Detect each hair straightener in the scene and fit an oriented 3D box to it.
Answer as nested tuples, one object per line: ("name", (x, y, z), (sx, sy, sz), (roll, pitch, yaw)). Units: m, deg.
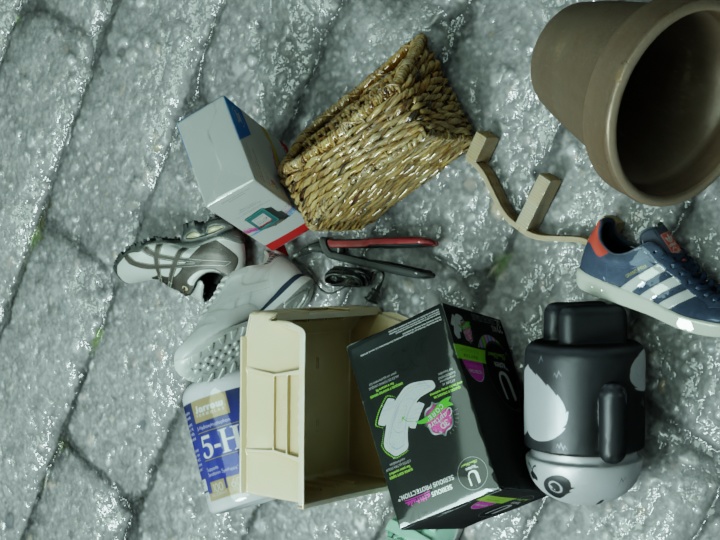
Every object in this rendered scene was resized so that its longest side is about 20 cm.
("hair straightener", (0.000, 0.000, 1.811), (0.199, 0.041, 0.078), (2, 87, 36))

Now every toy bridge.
("toy bridge", (0.187, -0.070, 1.686), (0.200, 0.027, 0.068), (38, 114, 29))

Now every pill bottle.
("pill bottle", (-0.143, 0.173, 1.874), (0.119, 0.119, 0.202), (-22, 79, 34))

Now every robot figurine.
("robot figurine", (0.222, 0.133, 1.603), (0.124, 0.150, 0.202), (2, 95, 24))

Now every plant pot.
("plant pot", (0.259, -0.186, 1.550), (0.174, 0.199, 0.202), (35, 112, 48))

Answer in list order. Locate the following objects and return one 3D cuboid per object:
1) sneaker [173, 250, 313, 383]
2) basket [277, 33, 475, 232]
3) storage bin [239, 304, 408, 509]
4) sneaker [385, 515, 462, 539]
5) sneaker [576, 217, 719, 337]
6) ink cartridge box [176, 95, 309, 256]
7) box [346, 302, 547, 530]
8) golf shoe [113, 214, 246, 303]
("sneaker", (-0.145, 0.052, 1.826), (0.080, 0.200, 0.077), (40, 144, 20))
("basket", (-0.001, -0.153, 1.749), (0.199, 0.142, 0.150), (-35, 72, 31))
("storage bin", (-0.033, 0.142, 1.745), (0.093, 0.199, 0.201), (3, 93, 37))
("sneaker", (0.048, 0.295, 1.740), (0.073, 0.118, 0.202), (18, 100, 35))
("sneaker", (0.306, 0.002, 1.565), (0.199, 0.075, 0.085), (19, 108, 28))
("ink cartridge box", (-0.118, -0.101, 1.808), (0.067, 0.200, 0.117), (-28, 65, 14))
("box", (0.095, 0.156, 1.665), (0.124, 0.148, 0.202), (-25, 70, 25))
("golf shoe", (-0.222, 0.000, 1.953), (0.199, 0.077, 0.095), (-18, 81, 36))
